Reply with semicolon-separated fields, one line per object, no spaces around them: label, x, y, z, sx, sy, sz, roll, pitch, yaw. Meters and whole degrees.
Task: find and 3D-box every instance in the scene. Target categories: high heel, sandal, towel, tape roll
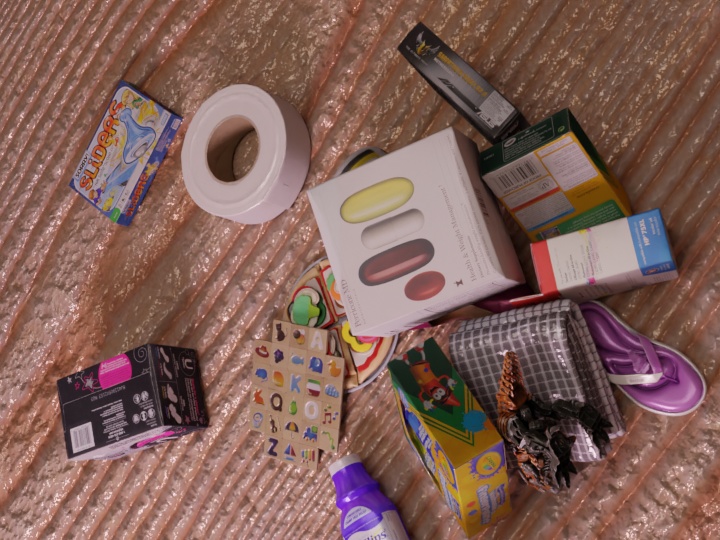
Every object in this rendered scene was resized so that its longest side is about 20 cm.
high heel;0.136;0.062;1.550;0.198;0.067;0.097;-26;59;22
sandal;0.327;0.109;1.439;0.202;0.050;0.083;36;101;31
towel;0.213;0.147;1.436;0.164;0.086;0.202;-15;105;29
tape roll;-0.174;-0.174;1.779;0.200;0.071;0.206;-6;78;30

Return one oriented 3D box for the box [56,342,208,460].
box;-0.348;0.205;1.798;0.198;0.114;0.134;-22;73;28

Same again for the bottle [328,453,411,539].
bottle;0.016;0.346;1.580;0.083;0.065;0.202;-34;66;21

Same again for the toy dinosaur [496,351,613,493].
toy dinosaur;0.199;0.184;1.353;0.135;0.200;0.103;14;66;48

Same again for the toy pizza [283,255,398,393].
toy pizza;-0.034;0.073;1.675;0.198;0.032;0.204;-6;79;31

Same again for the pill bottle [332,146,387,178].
pill bottle;0.056;-0.073;1.597;0.200;0.112;0.113;41;103;30

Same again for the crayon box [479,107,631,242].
crayon box;0.251;-0.094;1.461;0.125;0.200;0.052;-25;38;24

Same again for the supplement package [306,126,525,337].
supplement package;0.070;-0.041;1.446;0.198;0.147;0.194;-22;80;16

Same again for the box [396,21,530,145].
box;0.151;-0.220;1.535;0.048;0.158;0.200;-46;61;7

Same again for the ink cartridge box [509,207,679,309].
ink cartridge box;0.279;-0.007;1.429;0.197;0.116;0.068;-15;75;16

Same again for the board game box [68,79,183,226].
board game box;-0.387;-0.193;1.932;0.135;0.034;0.202;33;100;31

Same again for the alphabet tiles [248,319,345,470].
alphabet tiles;-0.093;0.177;1.687;0.164;0.006;0.204;9;97;35

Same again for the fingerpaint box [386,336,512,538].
fingerpaint box;0.110;0.209;1.450;0.073;0.201;0.168;-28;55;-9
